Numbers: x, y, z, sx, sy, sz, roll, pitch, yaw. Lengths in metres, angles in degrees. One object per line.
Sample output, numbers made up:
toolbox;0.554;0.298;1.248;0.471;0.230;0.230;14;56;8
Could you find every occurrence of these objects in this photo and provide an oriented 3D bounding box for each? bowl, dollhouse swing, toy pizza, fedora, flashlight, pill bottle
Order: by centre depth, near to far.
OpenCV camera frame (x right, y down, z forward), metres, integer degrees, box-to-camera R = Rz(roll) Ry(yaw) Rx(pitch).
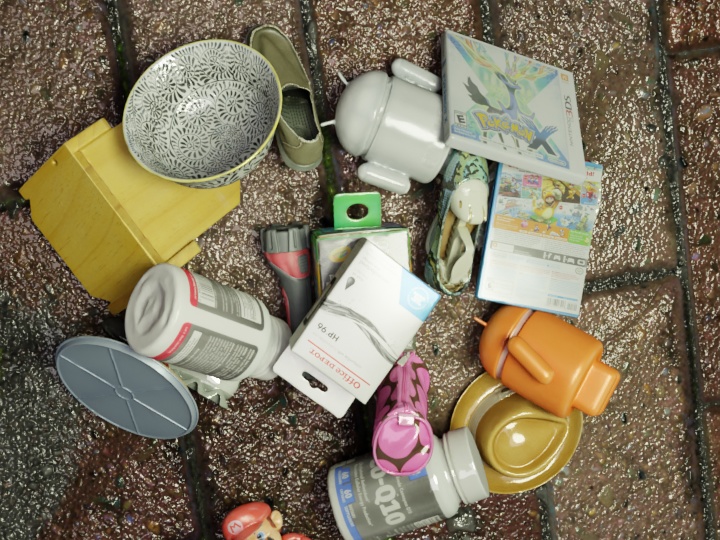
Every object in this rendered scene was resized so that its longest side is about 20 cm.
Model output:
bowl;-0.183;-0.173;1.131;0.197;0.095;0.204;-4;64;7
pill bottle;-0.180;0.073;1.131;0.199;0.110;0.112;25;93;-43
toy pizza;-0.293;0.144;1.169;0.198;0.200;0.032;32;50;-9
dollhouse swing;-0.290;-0.093;1.197;0.181;0.176;0.201;-29;103;39
pill bottle;0.065;0.285;1.225;0.197;0.114;0.115;-21;99;10
flashlight;-0.093;0.040;1.227;0.067;0.068;0.204;-4;102;-2
fedora;0.225;0.227;1.277;0.197;0.082;0.205;-1;97;-8

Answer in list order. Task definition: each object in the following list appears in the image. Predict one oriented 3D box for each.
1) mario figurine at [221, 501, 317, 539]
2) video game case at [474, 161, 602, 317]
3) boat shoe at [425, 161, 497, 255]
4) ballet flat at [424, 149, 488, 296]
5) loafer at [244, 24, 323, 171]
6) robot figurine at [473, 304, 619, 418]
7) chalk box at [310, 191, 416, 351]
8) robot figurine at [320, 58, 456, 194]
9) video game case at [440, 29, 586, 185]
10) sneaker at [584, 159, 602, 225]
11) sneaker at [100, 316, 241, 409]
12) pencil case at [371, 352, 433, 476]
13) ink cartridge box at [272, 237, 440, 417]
mario figurine;-0.113;0.400;1.237;0.201;0.105;0.124;51;54;-17
video game case;0.234;-0.051;1.202;0.140;0.018;0.204;10;88;-8
boat shoe;0.168;-0.086;1.244;0.202;0.065;0.075;-43;100;-1
ballet flat;0.132;-0.057;1.175;0.073;0.075;0.203;4;118;-8
loafer;-0.089;-0.230;1.168;0.074;0.070;0.203;-19;80;-22
robot figurine;0.241;0.115;1.220;0.198;0.143;0.118;29;133;23
chalk box;0.000;0.000;1.203;0.122;0.124;0.204;-4;96;-6
robot figurine;0.051;-0.187;1.192;0.197;0.113;0.172;19;78;-10
video game case;0.197;-0.212;1.188;0.197;0.022;0.185;13;56;-18
sneaker;0.267;-0.061;1.258;0.084;0.077;0.203;21;93;-4
sneaker;-0.241;0.097;1.212;0.198;0.074;0.090;31;82;-16
pencil case;0.054;0.177;1.191;0.089;0.200;0.095;16;109;-5
ink cartridge box;-0.008;0.076;1.113;0.115;0.068;0.201;35;92;-8
